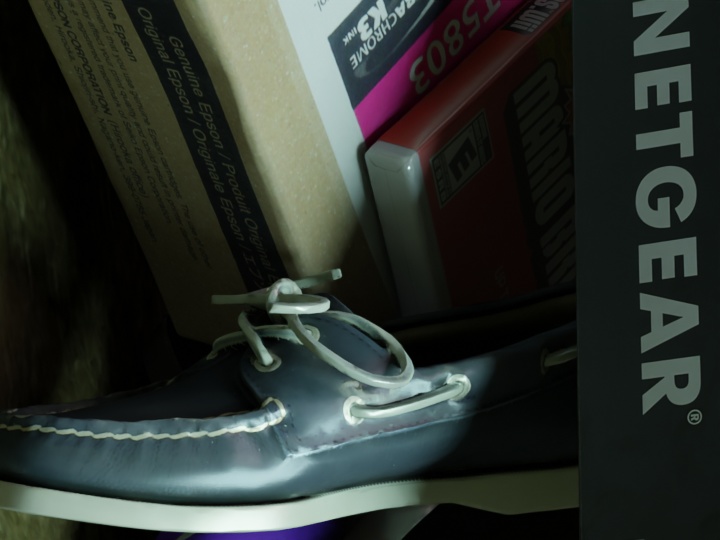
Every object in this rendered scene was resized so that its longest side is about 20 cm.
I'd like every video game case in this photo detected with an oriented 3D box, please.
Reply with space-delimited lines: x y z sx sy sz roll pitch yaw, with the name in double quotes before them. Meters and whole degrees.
"video game case" 0.079 -0.033 0.883 0.200 0.017 0.143 -44 136 -34

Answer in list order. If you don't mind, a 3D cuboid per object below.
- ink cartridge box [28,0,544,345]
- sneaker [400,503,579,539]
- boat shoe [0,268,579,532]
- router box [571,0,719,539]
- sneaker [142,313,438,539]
"ink cartridge box" 0.007 -0.094 0.838 0.200 0.075 0.165 -51 139 -28
"sneaker" 0.010 0.116 0.778 0.200 0.076 0.091 -53 153 -35
"boat shoe" -0.007 0.032 0.764 0.075 0.199 0.062 18 -72 60
"router box" 0.109 0.013 0.807 0.157 0.052 0.201 39 48 -58
"sneaker" -0.036 0.058 0.871 0.100 0.070 0.200 51 26 6
